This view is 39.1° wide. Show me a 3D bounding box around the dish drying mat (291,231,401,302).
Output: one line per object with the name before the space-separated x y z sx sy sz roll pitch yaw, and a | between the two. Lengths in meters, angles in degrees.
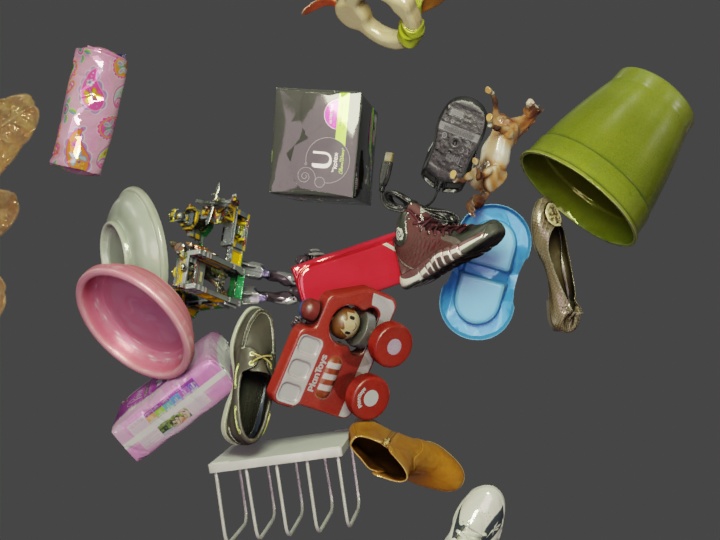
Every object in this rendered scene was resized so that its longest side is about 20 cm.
dish drying mat | 0.000 0.000 1.520 0.198 0.018 0.078 -19 93 -12

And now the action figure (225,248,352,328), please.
action figure | -0.103 0.031 1.545 0.197 0.069 0.132 6 86 5

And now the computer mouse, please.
computer mouse | 0.107 -0.170 1.527 0.139 0.046 0.202 17 99 10

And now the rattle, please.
rattle | 0.023 -0.423 1.523 0.198 0.130 0.144 20 82 34

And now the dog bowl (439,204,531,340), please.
dog bowl | 0.186 0.002 1.511 0.110 0.050 0.202 15 93 8

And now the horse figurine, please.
horse figurine | 0.192 -0.171 1.471 0.050 0.132 0.202 20 89 31

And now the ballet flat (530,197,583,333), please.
ballet flat | 0.291 -0.008 1.484 0.046 0.067 0.203 -6 94 49

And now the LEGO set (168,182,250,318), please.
LEGO set | -0.248 -0.028 1.499 0.152 0.115 0.202 4 75 39

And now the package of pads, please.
package of pads | -0.278 0.188 1.543 0.199 0.121 0.076 -37 105 7

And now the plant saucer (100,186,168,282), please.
plant saucer | -0.349 -0.023 1.522 0.050 0.199 0.203 -8 89 -34

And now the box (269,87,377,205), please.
box | -0.049 -0.174 1.466 0.123 0.200 0.151 4 91 8

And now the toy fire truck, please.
toy fire truck | -0.032 0.115 1.473 0.167 0.112 0.202 21 94 -34

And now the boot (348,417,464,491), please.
boot | 0.068 0.284 1.474 0.200 0.144 0.071 30 96 -4

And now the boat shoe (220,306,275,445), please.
boat shoe | -0.152 0.151 1.471 0.071 0.060 0.204 14 77 -31

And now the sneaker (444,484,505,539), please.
sneaker | 0.150 0.414 1.480 0.079 0.130 0.200 36 95 5

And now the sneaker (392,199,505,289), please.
sneaker | 0.110 -0.058 1.451 0.199 0.075 0.117 -30 76 41

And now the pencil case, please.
pencil case | -0.423 -0.250 1.581 0.086 0.087 0.203 13 92 8

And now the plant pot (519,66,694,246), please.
plant pot | 0.362 -0.172 1.426 0.200 0.200 0.193 39 84 6

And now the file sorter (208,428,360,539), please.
file sorter | -0.104 0.321 1.513 0.197 0.139 0.126 -9 92 8

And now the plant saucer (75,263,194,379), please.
plant saucer | -0.318 0.067 1.467 0.199 0.051 0.202 19 136 20
